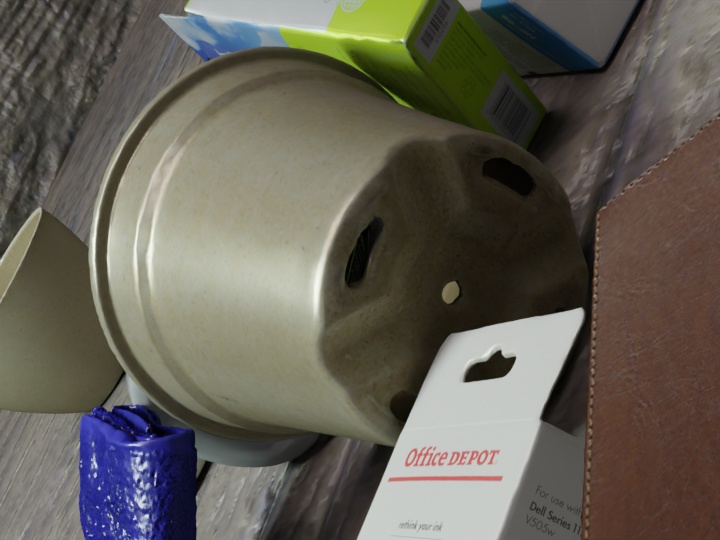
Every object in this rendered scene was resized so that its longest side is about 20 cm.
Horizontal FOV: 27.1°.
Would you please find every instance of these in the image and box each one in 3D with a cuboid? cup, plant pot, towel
[{"bbox_3d":[-0.301,0.061,1.465,0.201,0.143,0.201,-51,19,25],"label":"cup"},{"bbox_3d":[0.000,0.000,0.684,0.183,0.200,0.202,15,75,60],"label":"plant pot"},{"bbox_3d":[-0.121,0.175,0.787,0.148,0.049,0.202,180,89,-72],"label":"towel"}]

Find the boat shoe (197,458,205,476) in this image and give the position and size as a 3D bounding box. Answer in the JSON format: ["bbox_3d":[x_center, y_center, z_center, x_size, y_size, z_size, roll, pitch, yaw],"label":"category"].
[{"bbox_3d":[-0.129,0.089,1.063,0.201,0.066,0.074,-63,18,-10],"label":"boat shoe"}]

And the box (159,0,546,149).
[{"bbox_3d":[-0.007,-0.117,0.835,0.199,0.122,0.048,17,72,43],"label":"box"}]

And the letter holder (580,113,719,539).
[{"bbox_3d":[0.135,0.039,0.351,0.142,0.100,0.201,-43,24,39],"label":"letter holder"}]

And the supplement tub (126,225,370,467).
[{"bbox_3d":[-0.061,0.008,0.911,0.123,0.122,0.201,-44,23,41],"label":"supplement tub"}]

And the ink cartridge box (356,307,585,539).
[{"bbox_3d":[0.042,0.121,0.530,0.117,0.067,0.201,-18,46,66],"label":"ink cartridge box"}]

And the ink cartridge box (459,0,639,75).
[{"bbox_3d":[0.097,-0.177,0.856,0.116,0.066,0.200,-62,17,-4],"label":"ink cartridge box"}]
